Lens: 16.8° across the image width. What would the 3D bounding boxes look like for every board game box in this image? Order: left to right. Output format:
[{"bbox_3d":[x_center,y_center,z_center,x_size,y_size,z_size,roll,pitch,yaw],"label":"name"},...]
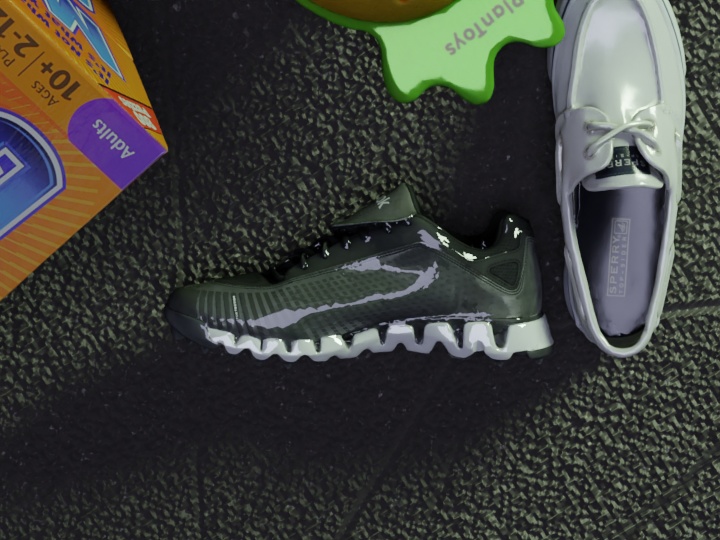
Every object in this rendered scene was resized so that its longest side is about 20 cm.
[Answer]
[{"bbox_3d":[-0.240,-0.093,1.108,0.200,0.200,0.200,-41,121,8],"label":"board game box"}]

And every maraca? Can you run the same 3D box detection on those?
[{"bbox_3d":[0.018,-0.173,1.168,0.137,0.107,0.200,-38,101,7],"label":"maraca"}]

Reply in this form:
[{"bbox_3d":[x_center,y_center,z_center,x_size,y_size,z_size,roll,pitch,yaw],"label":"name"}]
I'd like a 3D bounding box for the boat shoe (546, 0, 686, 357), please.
[{"bbox_3d":[0.128,-0.055,1.218,0.072,0.066,0.201,3,103,-1],"label":"boat shoe"}]

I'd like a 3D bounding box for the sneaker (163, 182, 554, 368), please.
[{"bbox_3d":[0.000,0.000,1.232,0.199,0.066,0.091,0,100,-5],"label":"sneaker"}]
